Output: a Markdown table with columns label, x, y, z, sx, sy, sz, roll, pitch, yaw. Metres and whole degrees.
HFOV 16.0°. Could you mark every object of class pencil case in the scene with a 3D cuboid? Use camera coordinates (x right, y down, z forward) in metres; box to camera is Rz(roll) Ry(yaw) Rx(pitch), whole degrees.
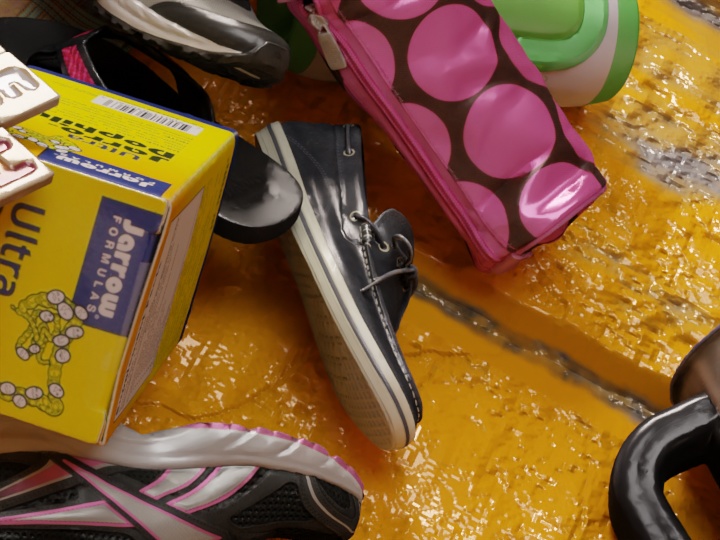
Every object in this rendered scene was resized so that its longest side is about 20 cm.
| label | x | y | z | sx | sy | sz | roll | pitch | yaw |
| --- | --- | --- | --- | --- | --- | --- | --- | --- | --- |
| pencil case | 0.040 | -0.090 | 1.306 | 0.200 | 0.091 | 0.094 | 51 | 40 | -14 |

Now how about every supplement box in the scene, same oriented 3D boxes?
| label | x | y | z | sx | sy | sz | roll | pitch | yaw |
| --- | --- | --- | --- | --- | --- | --- | --- | --- | --- |
| supplement box | -0.130 | -0.013 | 1.116 | 0.109 | 0.109 | 0.200 | 17 | 12 | 2 |

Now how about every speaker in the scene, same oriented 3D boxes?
| label | x | y | z | sx | sy | sz | roll | pitch | yaw |
| --- | --- | --- | --- | --- | --- | --- | --- | --- | --- |
| speaker | 0.048 | -0.138 | 1.397 | 0.199 | 0.089 | 0.089 | 5 | 50 | -21 |

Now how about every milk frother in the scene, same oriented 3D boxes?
| label | x | y | z | sx | sy | sz | roll | pitch | yaw |
| --- | --- | --- | --- | --- | --- | --- | --- | --- | --- |
| milk frother | 0.229 | 0.090 | 1.205 | 0.180 | 0.200 | 0.188 | -11 | 57 | -27 |

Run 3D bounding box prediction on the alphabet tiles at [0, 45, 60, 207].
| label | x | y | z | sx | sy | sz | roll | pitch | yaw |
| --- | --- | --- | --- | --- | --- | --- | --- | --- | --- |
| alphabet tiles | -0.222 | -0.077 | 1.002 | 0.200 | 0.008 | 0.167 | 40 | 44 | 22 |

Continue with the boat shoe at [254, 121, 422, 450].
| label | x | y | z | sx | sy | sz | roll | pitch | yaw |
| --- | --- | --- | --- | --- | --- | --- | --- | --- | --- |
| boat shoe | 0.000 | 0.000 | 1.259 | 0.062 | 0.075 | 0.200 | -13 | 51 | -9 |

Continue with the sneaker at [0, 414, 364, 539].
| label | x | y | z | sx | sy | sz | roll | pitch | yaw |
| --- | --- | --- | --- | --- | --- | --- | --- | --- | --- |
| sneaker | -0.097 | 0.112 | 1.134 | 0.199 | 0.080 | 0.087 | 10 | 75 | -23 |

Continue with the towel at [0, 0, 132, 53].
| label | x | y | z | sx | sy | sz | roll | pitch | yaw |
| --- | --- | --- | --- | --- | --- | --- | --- | --- | --- |
| towel | -0.206 | -0.116 | 1.304 | 0.146 | 0.022 | 0.200 | 32 | 45 | 3 |

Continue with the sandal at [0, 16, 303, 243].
| label | x | y | z | sx | sy | sz | roll | pitch | yaw |
| --- | --- | --- | --- | --- | --- | --- | --- | --- | --- |
| sandal | -0.108 | -0.083 | 1.256 | 0.200 | 0.045 | 0.075 | 32 | 45 | 24 |

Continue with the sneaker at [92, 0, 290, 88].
| label | x | y | z | sx | sy | sz | roll | pitch | yaw |
| --- | --- | --- | --- | --- | --- | --- | --- | --- | --- |
| sneaker | -0.097 | -0.157 | 1.279 | 0.074 | 0.079 | 0.200 | 23 | 15 | -49 |
